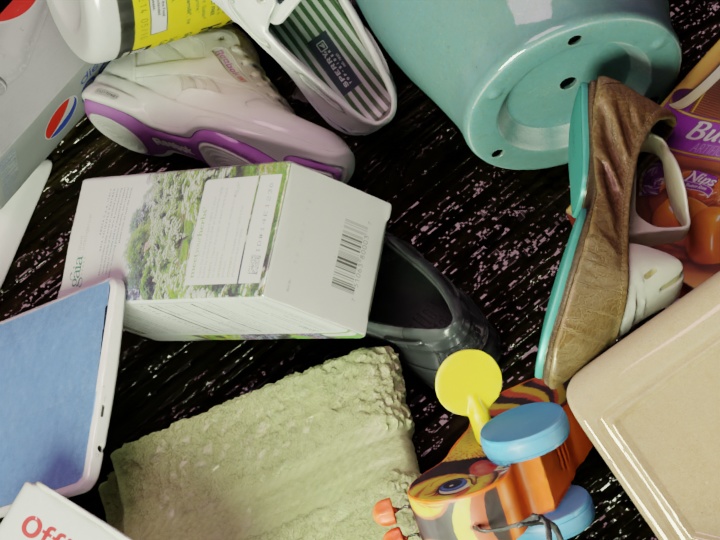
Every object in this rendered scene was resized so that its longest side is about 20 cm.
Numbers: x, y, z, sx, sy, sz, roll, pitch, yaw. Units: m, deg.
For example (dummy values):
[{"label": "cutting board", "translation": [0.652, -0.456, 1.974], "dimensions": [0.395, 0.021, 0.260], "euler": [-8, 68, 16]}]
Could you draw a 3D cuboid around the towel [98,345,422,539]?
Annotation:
[{"label": "towel", "translation": [-0.052, 0.134, 1.465], "dimensions": [0.199, 0.036, 0.149], "euler": [-26, 56, 16]}]

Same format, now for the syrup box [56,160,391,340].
[{"label": "syrup box", "translation": [-0.081, -0.008, 1.502], "dimensions": [0.199, 0.081, 0.079], "euler": [-3, 71, 50]}]

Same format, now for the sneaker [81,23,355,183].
[{"label": "sneaker", "translation": [-0.080, -0.108, 1.623], "dimensions": [0.199, 0.075, 0.100], "euler": [21, 68, 31]}]

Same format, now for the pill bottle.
[{"label": "pill bottle", "translation": [-0.094, -0.207, 1.621], "dimensions": [0.199, 0.113, 0.113], "euler": [-19, 50, -18]}]

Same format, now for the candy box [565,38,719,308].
[{"label": "candy box", "translation": [0.225, -0.066, 1.484], "dimensions": [0.116, 0.057, 0.200], "euler": [33, 74, 36]}]

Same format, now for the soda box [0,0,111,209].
[{"label": "soda box", "translation": [-0.195, -0.140, 1.676], "dimensions": [0.068, 0.064, 0.200], "euler": [35, 68, 12]}]

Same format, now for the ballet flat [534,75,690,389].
[{"label": "ballet flat", "translation": [0.140, -0.019, 1.416], "dimensions": [0.072, 0.068, 0.201], "euler": [12, 51, 0]}]

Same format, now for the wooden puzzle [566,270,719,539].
[{"label": "wooden puzzle", "translation": [0.230, 0.089, 1.336], "dimensions": [0.185, 0.037, 0.201], "euler": [-36, 79, 12]}]

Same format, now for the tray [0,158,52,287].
[{"label": "tray", "translation": [-0.304, -0.040, 1.705], "dimensions": [0.199, 0.022, 0.108], "euler": [6, 62, 26]}]

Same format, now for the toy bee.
[{"label": "toy bee", "translation": [0.062, 0.107, 1.373], "dimensions": [0.108, 0.200, 0.132], "euler": [-12, 88, 16]}]

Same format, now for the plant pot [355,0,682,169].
[{"label": "plant pot", "translation": [0.091, -0.171, 1.527], "dimensions": [0.199, 0.200, 0.189], "euler": [-25, 58, 5]}]

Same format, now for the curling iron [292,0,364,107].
[{"label": "curling iron", "translation": [0.014, -0.186, 1.668], "dimensions": [0.049, 0.026, 0.200], "euler": [23, 70, 36]}]

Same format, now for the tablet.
[{"label": "tablet", "translation": [-0.207, 0.086, 1.529], "dimensions": [0.199, 0.014, 0.131], "euler": [-20, 54, 43]}]

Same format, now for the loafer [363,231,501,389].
[{"label": "loafer", "translation": [0.000, 0.000, 1.521], "dimensions": [0.200, 0.071, 0.068], "euler": [34, 75, 36]}]

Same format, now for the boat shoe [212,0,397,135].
[{"label": "boat shoe", "translation": [-0.041, -0.165, 1.541], "dimensions": [0.074, 0.200, 0.067], "euler": [-45, 12, -7]}]

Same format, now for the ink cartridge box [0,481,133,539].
[{"label": "ink cartridge box", "translation": [-0.161, 0.237, 1.401], "dimensions": [0.145, 0.083, 0.201], "euler": [27, 83, 34]}]
